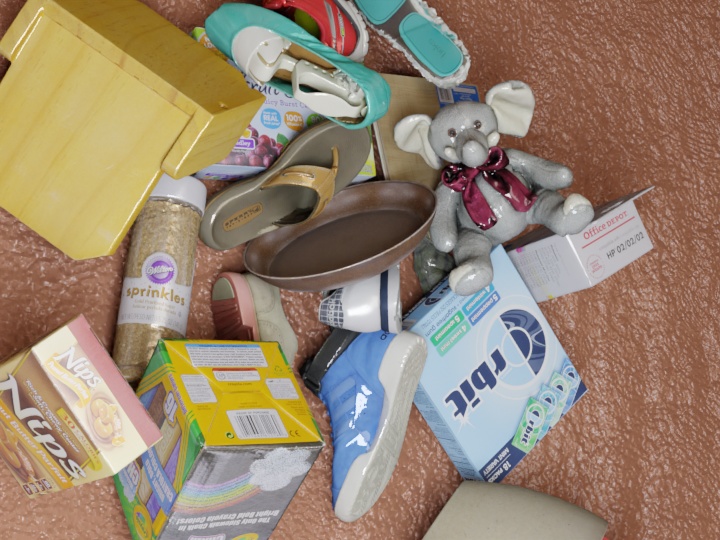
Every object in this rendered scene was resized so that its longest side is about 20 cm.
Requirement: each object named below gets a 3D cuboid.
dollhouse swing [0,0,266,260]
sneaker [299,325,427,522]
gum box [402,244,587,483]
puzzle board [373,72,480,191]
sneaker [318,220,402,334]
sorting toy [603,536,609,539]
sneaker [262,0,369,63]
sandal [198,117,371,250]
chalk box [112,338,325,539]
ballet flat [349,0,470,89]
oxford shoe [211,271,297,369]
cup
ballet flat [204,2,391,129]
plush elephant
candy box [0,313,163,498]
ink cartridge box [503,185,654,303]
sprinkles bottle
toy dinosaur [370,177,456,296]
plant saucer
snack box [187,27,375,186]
[{"bbox_3d":[-0.231,-0.132,1.199,0.199,0.177,0.182,34,22,7],"label":"dollhouse swing"},{"bbox_3d":[-0.014,0.140,1.299,0.077,0.110,0.202,-5,114,-60],"label":"sneaker"},{"bbox_3d":[0.133,0.102,1.385,0.170,0.044,0.201,-41,110,-25],"label":"gum box"},{"bbox_3d":[0.082,-0.138,1.439,0.199,0.017,0.152,-4,78,-49],"label":"puzzle board"},{"bbox_3d":[0.000,0.000,1.300,0.080,0.200,0.077,-5,111,3],"label":"sneaker"},{"bbox_3d":[0.208,0.383,1.315,0.069,0.201,0.199,33,51,12],"label":"sorting toy"},{"bbox_3d":[-0.073,-0.279,1.323,0.085,0.077,0.200,-22,62,-42],"label":"sneaker"},{"bbox_3d":[-0.067,-0.077,1.278,0.199,0.054,0.081,-33,130,-13],"label":"sandal"},{"bbox_3d":[-0.139,0.173,1.147,0.123,0.201,0.124,3,42,-35],"label":"chalk box"},{"bbox_3d":[0.048,-0.275,1.446,0.071,0.072,0.201,-28,75,-35],"label":"ballet flat"},{"bbox_3d":[-0.085,0.096,1.257,0.073,0.071,0.202,-6,81,-37],"label":"oxford shoe"},{"bbox_3d":[0.133,0.293,1.297,0.143,0.201,0.201,34,56,11],"label":"cup"},{"bbox_3d":[-0.064,-0.195,1.249,0.198,0.068,0.071,26,33,-2],"label":"ballet flat"},{"bbox_3d":[0.125,-0.107,1.343,0.155,0.164,0.201,58,8,-31],"label":"plush elephant"},{"bbox_3d":[-0.249,0.115,1.060,0.055,0.199,0.116,-38,98,-34],"label":"candy box"},{"bbox_3d":[0.234,-0.020,1.422,0.115,0.199,0.068,-28,94,-35],"label":"ink cartridge box"},{"bbox_3d":[-0.188,0.011,1.210,0.068,0.068,0.202,16,69,-30],"label":"sprinkles bottle"},{"bbox_3d":[0.086,-0.019,1.420,0.087,0.047,0.202,-19,85,-29],"label":"toy dinosaur"},{"bbox_3d":[-0.016,-0.031,1.270,0.200,0.199,0.032,-38,121,-35],"label":"plant saucer"},{"bbox_3d":[-0.085,-0.163,1.336,0.198,0.053,0.144,1,75,-34],"label":"snack box"}]
